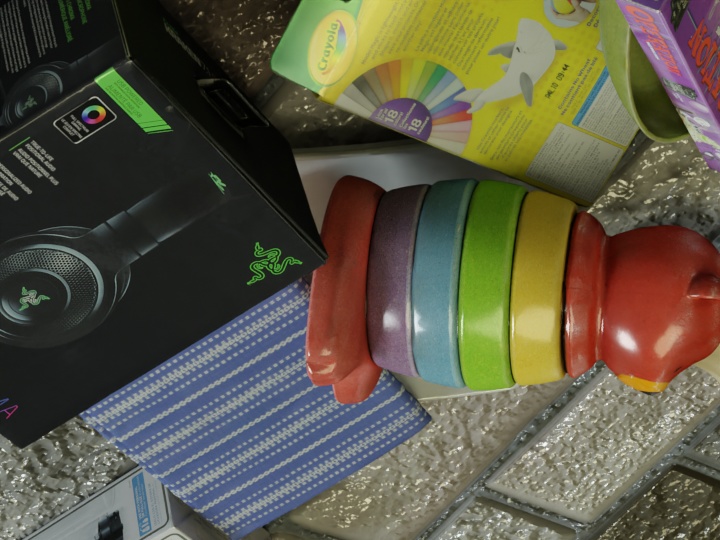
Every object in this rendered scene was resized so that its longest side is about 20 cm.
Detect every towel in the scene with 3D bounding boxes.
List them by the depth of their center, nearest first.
[{"bbox_3d":[-0.065,0.067,1.273,0.145,0.024,0.200,-31,136,11],"label":"towel"}]

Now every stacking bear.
[{"bbox_3d":[0.084,0.013,1.154,0.199,0.114,0.121,4,170,11],"label":"stacking bear"}]

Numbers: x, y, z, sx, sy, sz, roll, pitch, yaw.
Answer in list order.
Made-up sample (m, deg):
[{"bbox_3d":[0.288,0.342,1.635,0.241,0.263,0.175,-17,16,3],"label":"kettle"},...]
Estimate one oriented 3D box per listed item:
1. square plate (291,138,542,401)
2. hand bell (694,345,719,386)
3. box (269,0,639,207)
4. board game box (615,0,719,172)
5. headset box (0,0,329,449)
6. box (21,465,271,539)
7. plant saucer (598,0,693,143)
[{"bbox_3d":[0.000,0.000,1.260,0.199,0.028,0.198,-6,135,-10],"label":"square plate"},{"bbox_3d":[0.137,0.013,1.258,0.199,0.104,0.104,9,130,-22],"label":"hand bell"},{"bbox_3d":[0.057,-0.116,1.132,0.200,0.048,0.118,20,110,-33],"label":"box"},{"bbox_3d":[0.174,-0.130,1.061,0.120,0.032,0.200,-59,153,-6],"label":"board game box"},{"bbox_3d":[-0.136,-0.035,1.095,0.200,0.093,0.174,-31,135,12],"label":"headset box"},{"bbox_3d":[-0.160,0.204,1.392,0.200,0.060,0.117,-34,133,17],"label":"box"},{"bbox_3d":[0.161,-0.158,1.076,0.200,0.031,0.200,-42,144,-41],"label":"plant saucer"}]
